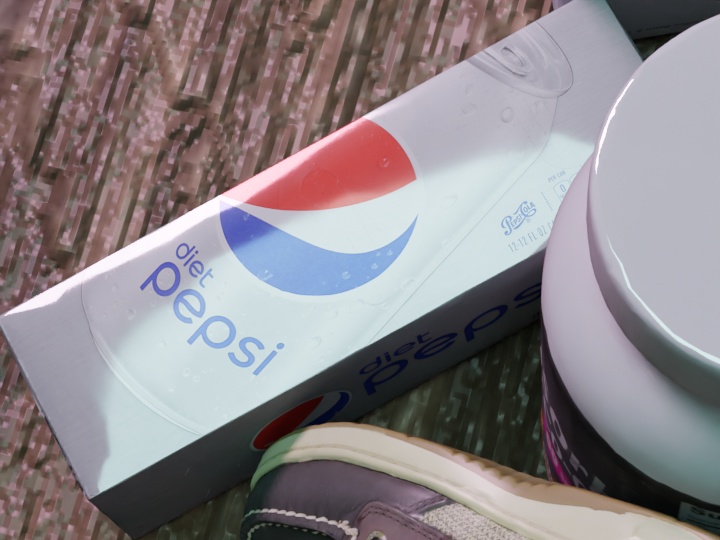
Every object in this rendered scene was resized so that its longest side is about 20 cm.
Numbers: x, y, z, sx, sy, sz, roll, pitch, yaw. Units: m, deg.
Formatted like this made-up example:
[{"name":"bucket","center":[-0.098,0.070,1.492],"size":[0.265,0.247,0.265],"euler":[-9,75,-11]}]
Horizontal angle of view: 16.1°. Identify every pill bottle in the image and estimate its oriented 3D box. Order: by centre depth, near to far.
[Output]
[{"name":"pill bottle","center":[0.104,0.017,0.655],"size":[0.116,0.200,0.117],"euler":[-2,69,4]}]

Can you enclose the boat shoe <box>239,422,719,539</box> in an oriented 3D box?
[{"name":"boat shoe","center":[0.029,0.090,0.667],"size":[0.201,0.072,0.066],"euler":[8,57,48]}]

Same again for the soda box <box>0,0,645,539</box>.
[{"name":"soda box","center":[0.000,0.000,0.745],"size":[0.200,0.068,0.063],"euler":[-29,72,-2]}]

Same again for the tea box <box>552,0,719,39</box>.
[{"name":"tea box","center":[0.141,-0.190,0.750],"size":[0.200,0.134,0.197],"euler":[-9,72,4]}]
